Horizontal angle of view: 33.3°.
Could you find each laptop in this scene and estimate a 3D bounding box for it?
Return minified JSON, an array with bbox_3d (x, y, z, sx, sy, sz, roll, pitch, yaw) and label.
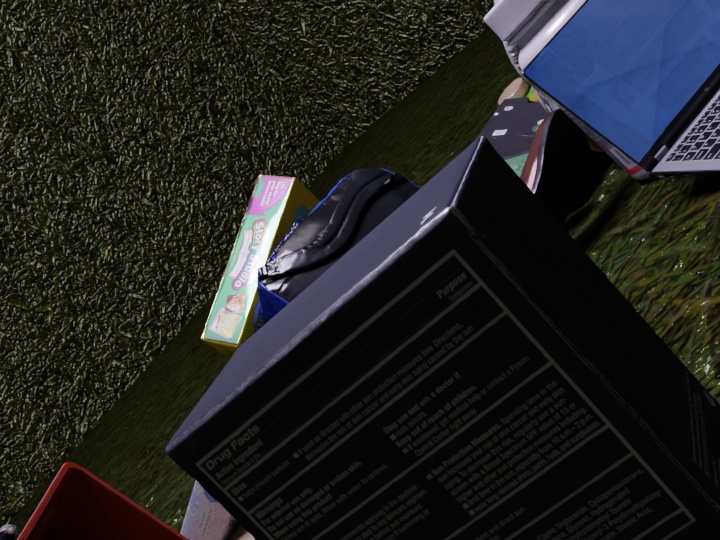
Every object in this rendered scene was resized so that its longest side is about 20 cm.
[{"bbox_3d":[0.267,-0.176,0.927,0.188,0.116,0.199,-48,23,-19],"label":"laptop"}]

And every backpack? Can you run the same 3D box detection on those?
[{"bbox_3d":[0.000,0.000,1.293,0.201,0.161,0.168,-53,-13,-21],"label":"backpack"}]

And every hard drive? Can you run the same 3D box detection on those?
[{"bbox_3d":[0.186,-0.126,1.260,0.138,0.038,0.200,-2,31,28],"label":"hard drive"}]

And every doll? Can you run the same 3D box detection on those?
[{"bbox_3d":[-0.763,0.583,2.494,0.136,0.049,0.200,-41,10,15],"label":"doll"}]

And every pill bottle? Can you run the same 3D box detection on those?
[{"bbox_3d":[0.211,-0.187,1.054,0.114,0.200,0.114,-47,4,5],"label":"pill bottle"}]

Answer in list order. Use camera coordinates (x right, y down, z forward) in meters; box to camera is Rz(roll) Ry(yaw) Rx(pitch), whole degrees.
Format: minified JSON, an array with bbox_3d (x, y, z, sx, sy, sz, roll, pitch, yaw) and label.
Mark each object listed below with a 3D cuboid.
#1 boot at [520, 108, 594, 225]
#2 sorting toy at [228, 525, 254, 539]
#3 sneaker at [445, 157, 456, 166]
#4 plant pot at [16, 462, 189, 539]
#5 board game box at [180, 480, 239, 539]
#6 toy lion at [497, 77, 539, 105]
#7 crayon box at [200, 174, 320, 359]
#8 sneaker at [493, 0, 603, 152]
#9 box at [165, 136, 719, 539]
[{"bbox_3d":[0.117,-0.041,1.105,0.199,0.068,0.191,-20,55,48],"label":"boot"},{"bbox_3d":[-0.070,0.225,1.035,0.200,0.036,0.186,-42,8,47],"label":"sorting toy"},{"bbox_3d":[0.135,-0.088,1.342,0.076,0.091,0.200,-43,10,-9],"label":"sneaker"},{"bbox_3d":[-0.176,0.279,0.781,0.177,0.199,0.200,-53,7,7],"label":"plant pot"},{"bbox_3d":[-0.106,0.165,1.150,0.200,0.043,0.201,-58,-13,-60],"label":"board game box"},{"bbox_3d":[0.245,-0.210,1.536,0.199,0.068,0.193,-37,19,43],"label":"toy lion"},{"bbox_3d":[-0.084,0.021,1.377,0.058,0.172,0.202,6,69,33],"label":"crayon box"},{"bbox_3d":[0.179,-0.199,1.160,0.075,0.201,0.088,-37,22,-3],"label":"sneaker"},{"bbox_3d":[0.048,0.079,0.610,0.199,0.199,0.123,-39,10,24],"label":"box"}]
